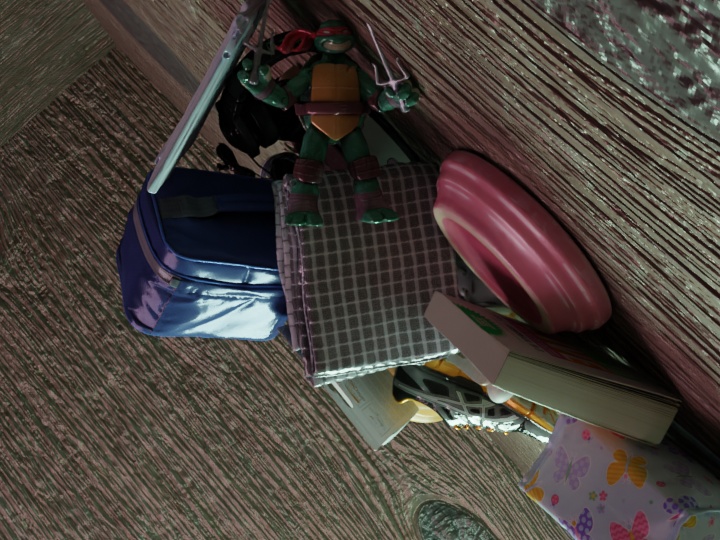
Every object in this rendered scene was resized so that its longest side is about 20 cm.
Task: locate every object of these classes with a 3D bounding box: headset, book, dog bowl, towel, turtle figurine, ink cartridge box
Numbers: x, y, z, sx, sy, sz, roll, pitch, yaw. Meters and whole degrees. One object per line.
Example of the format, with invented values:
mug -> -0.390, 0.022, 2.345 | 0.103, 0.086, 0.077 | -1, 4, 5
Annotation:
headset -> -0.099, -0.163, 1.032 | 0.094, 0.123, 0.200 | 49, 139, 24
book -> 0.167, 0.083, 0.905 | 0.199, 0.048, 0.134 | 19, -167, -29
dog bowl -> 0.002, -0.111, 1.130 | 0.200, 0.074, 0.200 | 48, 175, 6
towel -> 0.010, 0.001, 0.971 | 0.085, 0.165, 0.201 | 173, 89, -66
turtle figurine -> -0.021, -0.141, 0.875 | 0.101, 0.149, 0.201 | -48, -44, -77
ink cartridge box -> -0.020, 0.123, 1.111 | 0.162, 0.050, 0.200 | 51, -163, 7

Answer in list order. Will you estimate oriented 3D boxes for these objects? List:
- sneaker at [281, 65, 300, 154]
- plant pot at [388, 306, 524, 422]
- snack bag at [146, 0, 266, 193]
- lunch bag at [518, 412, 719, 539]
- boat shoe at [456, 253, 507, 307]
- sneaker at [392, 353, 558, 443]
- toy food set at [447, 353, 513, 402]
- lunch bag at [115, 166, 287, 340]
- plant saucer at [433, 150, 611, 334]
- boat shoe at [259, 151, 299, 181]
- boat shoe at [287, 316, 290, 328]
sneaker -> -0.062, -0.152, 1.249 | 0.067, 0.090, 0.200 | 44, 174, 40
plant pot -> 0.111, 0.094, 1.235 | 0.200, 0.200, 0.183 | 50, 160, -24
snack bag -> -0.142, -0.170, 0.947 | 0.021, 0.189, 0.200 | 30, -160, -10
lunch bag -> 0.281, 0.213, 0.958 | 0.199, 0.128, 0.170 | 17, -162, -40
boat shoe -> 0.126, 0.016, 1.090 | 0.074, 0.067, 0.200 | 49, 175, -20
sneaker -> 0.125, 0.139, 1.100 | 0.199, 0.078, 0.078 | 27, -163, 2
toy food set -> 0.178, 0.110, 1.062 | 0.199, 0.061, 0.143 | 20, -172, -25
lunch bag -> -0.133, -0.020, 1.027 | 0.199, 0.133, 0.136 | 3, -131, -32
plant saucer -> 0.132, -0.016, 0.896 | 0.201, 0.051, 0.201 | 48, 175, 6
boat shoe -> -0.041, -0.048, 1.151 | 0.200, 0.071, 0.091 | 49, 176, -7
boat shoe -> -0.003, 0.057, 1.075 | 0.072, 0.072, 0.200 | 60, -160, 19
